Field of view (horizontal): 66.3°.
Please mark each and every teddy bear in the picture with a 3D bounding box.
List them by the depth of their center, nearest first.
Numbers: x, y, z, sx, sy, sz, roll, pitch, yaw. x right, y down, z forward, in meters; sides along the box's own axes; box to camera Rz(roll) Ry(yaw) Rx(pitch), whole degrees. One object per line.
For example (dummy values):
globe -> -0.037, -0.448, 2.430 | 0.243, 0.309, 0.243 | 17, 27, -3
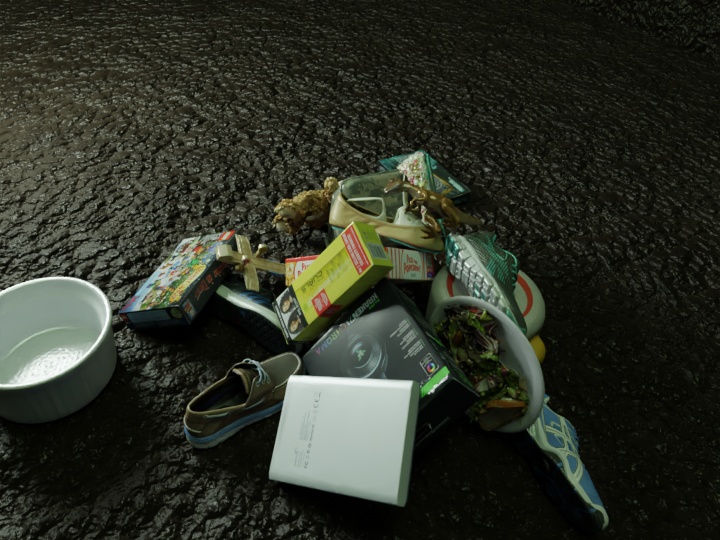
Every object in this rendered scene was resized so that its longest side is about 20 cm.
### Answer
teddy bear -> -0.082, -0.130, 1.073 | 0.195, 0.146, 0.068 | -24, 67, -7

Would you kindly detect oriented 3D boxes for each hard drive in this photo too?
hard drive -> -0.023, 0.201, 0.678 | 0.195, 0.025, 0.136 | -6, 64, 36

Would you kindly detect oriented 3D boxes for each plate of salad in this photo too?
plate of salad -> 0.159, 0.134, 0.754 | 0.047, 0.204, 0.199 | -25, 49, -34

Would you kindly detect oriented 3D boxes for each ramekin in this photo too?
ramekin -> -0.446, 0.114, 0.781 | 0.193, 0.100, 0.204 | 3, 42, -3

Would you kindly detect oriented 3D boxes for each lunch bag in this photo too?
lunch bag -> 0.039, -0.093, 1.029 | 0.194, 0.167, 0.144 | -14, 84, -19

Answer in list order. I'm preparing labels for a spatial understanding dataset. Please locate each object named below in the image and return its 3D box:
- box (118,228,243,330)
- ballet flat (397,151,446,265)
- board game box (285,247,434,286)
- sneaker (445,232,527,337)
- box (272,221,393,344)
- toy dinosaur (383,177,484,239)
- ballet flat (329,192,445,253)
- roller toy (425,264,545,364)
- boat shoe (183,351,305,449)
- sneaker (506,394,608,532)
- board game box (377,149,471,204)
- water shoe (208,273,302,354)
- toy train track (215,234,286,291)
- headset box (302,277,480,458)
box -> -0.290, 0.012, 0.919 | 0.133, 0.038, 0.202 | -9, 35, 27
ballet flat -> 0.108, -0.100, 0.937 | 0.062, 0.076, 0.207 | -14, 78, 12
board game box -> 0.000, 0.000, 0.883 | 0.195, 0.048, 0.150 | -5, -5, 34
sneaker -> 0.196, 0.010, 0.786 | 0.088, 0.079, 0.203 | -13, 48, -11
box -> -0.044, 0.023, 0.788 | 0.049, 0.199, 0.077 | 5, 52, -50
toy dinosaur -> 0.132, -0.093, 0.853 | 0.195, 0.061, 0.108 | 25, 40, -15
ballet flat -> 0.044, -0.078, 0.875 | 0.194, 0.065, 0.069 | 14, 13, 9
roller toy -> 0.193, 0.076, 0.871 | 0.176, 0.143, 0.203 | 9, 42, 4
boat shoe -> -0.155, 0.169, 0.775 | 0.072, 0.074, 0.198 | 34, 48, 28
sneaker -> 0.268, 0.245, 0.739 | 0.075, 0.077, 0.202 | -14, 46, -16
board game box -> 0.144, -0.208, 1.267 | 0.132, 0.029, 0.201 | -17, 46, -25
water shoe -> -0.160, 0.061, 0.897 | 0.196, 0.073, 0.079 | 28, 43, 22
toy train track -> -0.151, -0.014, 0.935 | 0.196, 0.033, 0.117 | 16, 42, -42
headset box -> 0.038, 0.149, 0.740 | 0.174, 0.092, 0.202 | -43, 48, 10
